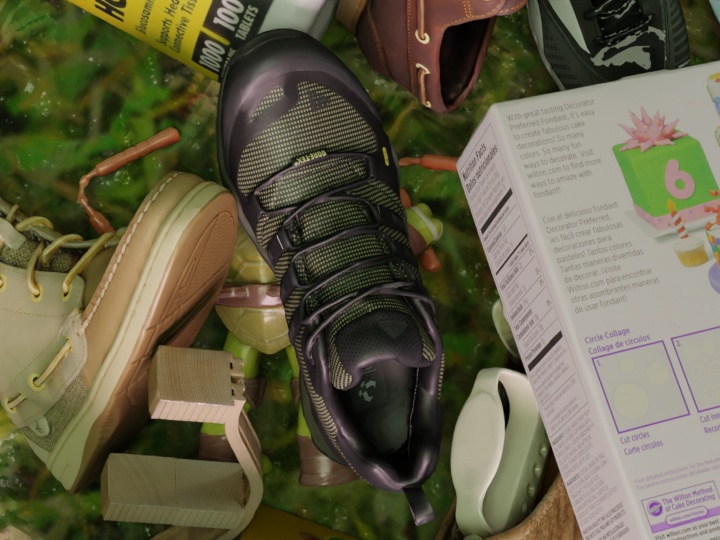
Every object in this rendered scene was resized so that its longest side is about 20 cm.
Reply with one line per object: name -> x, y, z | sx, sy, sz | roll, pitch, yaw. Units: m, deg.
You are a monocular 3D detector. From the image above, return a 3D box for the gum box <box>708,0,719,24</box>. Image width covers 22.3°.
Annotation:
gum box -> 0.234, -0.129, 0.768 | 0.169, 0.044, 0.201 | -23, 95, 39

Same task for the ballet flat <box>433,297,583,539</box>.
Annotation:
ballet flat -> 0.075, 0.054, 0.773 | 0.072, 0.068, 0.201 | 49, 52, -35

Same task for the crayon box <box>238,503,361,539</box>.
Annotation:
crayon box -> 0.029, 0.179, 0.786 | 0.199, 0.173, 0.059 | 21, 100, 0

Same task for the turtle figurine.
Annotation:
turtle figurine -> -0.029, 0.014, 0.826 | 0.199, 0.064, 0.162 | -3, 96, 3

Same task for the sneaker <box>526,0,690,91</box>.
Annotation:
sneaker -> 0.098, -0.144, 0.790 | 0.066, 0.091, 0.201 | -16, 95, 5

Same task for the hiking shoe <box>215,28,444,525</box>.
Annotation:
hiking shoe -> 0.000, 0.000, 0.739 | 0.075, 0.101, 0.201 | -22, 111, -13

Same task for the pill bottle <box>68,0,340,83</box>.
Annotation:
pill bottle -> -0.098, -0.164, 0.786 | 0.199, 0.112, 0.113 | 28, 97, 0

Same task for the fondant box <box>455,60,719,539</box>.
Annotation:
fondant box -> 0.139, 0.019, 0.738 | 0.143, 0.058, 0.201 | -12, 73, -18

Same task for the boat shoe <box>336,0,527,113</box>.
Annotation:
boat shoe -> 0.045, -0.134, 0.747 | 0.070, 0.200, 0.070 | -34, 78, -20

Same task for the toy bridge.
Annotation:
toy bridge -> -0.080, 0.098, 0.799 | 0.067, 0.200, 0.027 | 6, 54, -18

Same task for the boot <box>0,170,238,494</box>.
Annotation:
boot -> -0.142, -0.007, 0.782 | 0.155, 0.073, 0.200 | 41, 141, 7
